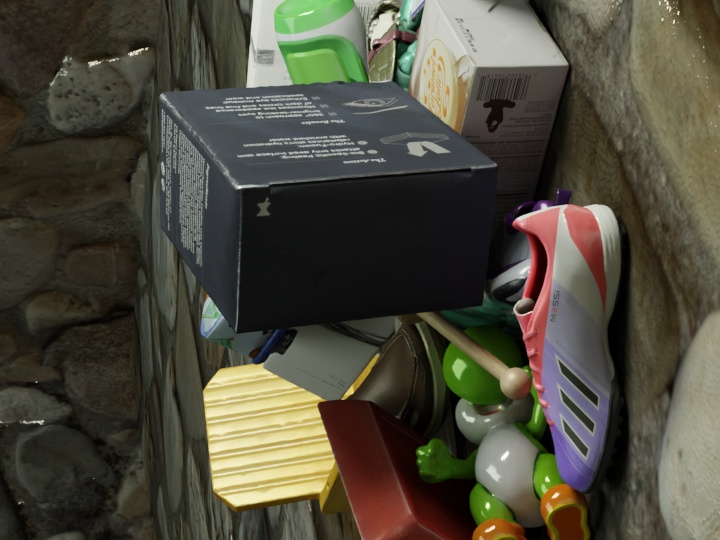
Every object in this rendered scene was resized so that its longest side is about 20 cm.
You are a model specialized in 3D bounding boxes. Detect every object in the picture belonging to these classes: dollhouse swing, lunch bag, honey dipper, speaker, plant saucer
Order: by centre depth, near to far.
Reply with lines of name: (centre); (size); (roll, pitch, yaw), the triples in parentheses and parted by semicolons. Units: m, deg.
honey dipper: (0.067, 0.047, 1.233); (0.200, 0.038, 0.038); (42, 132, 53)
plant saucer: (0.067, 0.189, 1.266); (0.037, 0.200, 0.200); (-47, 28, 13)
lunch bag: (-0.066, -0.022, 1.428); (0.160, 0.075, 0.200); (-54, 15, 33)
speaker: (-0.017, -0.169, 1.591); (0.088, 0.088, 0.200); (-122, 11, -64)
dollhouse swing: (-0.066, 0.139, 1.742); (0.182, 0.175, 0.200); (110, 156, -55)

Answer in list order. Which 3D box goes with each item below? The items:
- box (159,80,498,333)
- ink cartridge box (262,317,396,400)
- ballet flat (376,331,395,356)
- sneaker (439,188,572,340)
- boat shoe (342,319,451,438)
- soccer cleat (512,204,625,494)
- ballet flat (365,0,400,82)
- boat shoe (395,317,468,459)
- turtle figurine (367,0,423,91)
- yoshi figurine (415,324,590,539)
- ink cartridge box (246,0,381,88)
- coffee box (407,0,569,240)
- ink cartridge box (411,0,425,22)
box: (-0.031, -0.054, 1.227); (0.200, 0.196, 0.118); (-133, 42, -57)
ink cartridge box: (0.000, 0.000, 1.483); (0.200, 0.086, 0.147); (-53, 16, 42)
ballet flat: (0.049, 0.066, 1.541); (0.200, 0.072, 0.072); (-171, 80, -78)
sneaker: (0.118, -0.002, 1.263); (0.200, 0.074, 0.088); (153, 135, -68)
boat shoe: (0.022, 0.116, 1.356); (0.202, 0.075, 0.075); (100, 151, -50)
soccer cleat: (0.138, 0.055, 1.134); (0.068, 0.073, 0.200); (-155, 65, -74)
ballet flat: (0.032, -0.160, 1.523); (0.072, 0.072, 0.201); (138, 131, -71)
boat shoe: (0.073, 0.109, 1.424); (0.074, 0.060, 0.200); (25, 130, 49)
turtle figurine: (0.056, -0.181, 1.411); (0.150, 0.100, 0.200); (122, 152, -58)
yoshi figurine: (0.103, 0.118, 1.233); (0.200, 0.112, 0.112); (-104, 30, -48)
ink cartridge box: (-0.037, -0.232, 1.655); (0.085, 0.145, 0.200); (-106, 20, -62)
coffee box: (0.088, -0.109, 1.298); (0.114, 0.080, 0.200); (-112, 25, -45)
ink cartridge box: (0.094, -0.313, 1.294); (0.200, 0.041, 0.200); (151, 128, -74)
